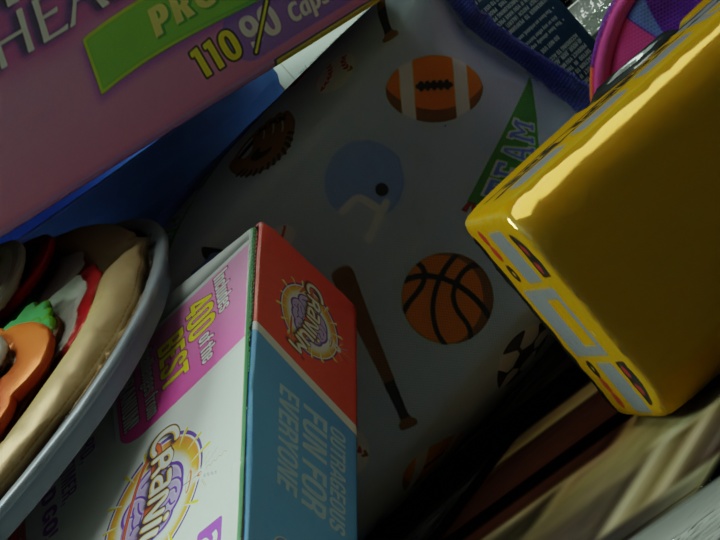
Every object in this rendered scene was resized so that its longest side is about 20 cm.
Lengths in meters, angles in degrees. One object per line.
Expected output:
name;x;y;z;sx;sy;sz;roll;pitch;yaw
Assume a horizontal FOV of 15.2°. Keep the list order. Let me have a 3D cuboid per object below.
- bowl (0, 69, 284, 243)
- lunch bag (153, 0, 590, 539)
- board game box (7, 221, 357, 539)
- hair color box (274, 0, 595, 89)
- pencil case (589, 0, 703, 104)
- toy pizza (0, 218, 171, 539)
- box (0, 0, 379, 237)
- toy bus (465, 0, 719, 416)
bowl;-0.107;-0.008;0.994;0.200;0.039;0.201;-34;7;5
lunch bag;0.000;0.000;0.870;0.170;0.124;0.200;-46;-3;-2
board game box;-0.086;0.096;0.708;0.200;0.040;0.153;-37;27;23
hair color box;0.025;-0.084;1.040;0.061;0.200;0.100;-42;3;-33
pencil case;0.119;-0.073;0.785;0.088;0.088;0.200;-40;5;21
toy pizza;-0.132;0.053;0.755;0.200;0.032;0.200;-40;17;15
box;-0.101;-0.075;0.831;0.175;0.097;0.200;-32;5;-9
toy bus;0.119;-0.054;0.647;0.200;0.065;0.078;-41;3;-8
